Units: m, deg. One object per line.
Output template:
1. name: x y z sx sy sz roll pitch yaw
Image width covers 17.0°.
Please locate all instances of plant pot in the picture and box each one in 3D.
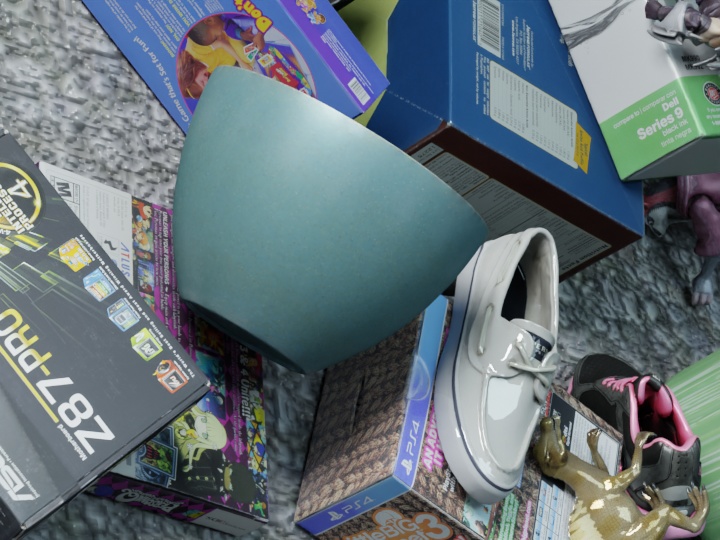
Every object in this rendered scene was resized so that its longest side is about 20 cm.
1. plant pot: -0.039 -0.016 1.494 0.200 0.200 0.135 34 81 -29

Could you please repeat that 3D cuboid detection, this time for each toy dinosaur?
1. toy dinosaur: 0.184 0.176 1.617 0.101 0.058 0.201 -35 88 -36

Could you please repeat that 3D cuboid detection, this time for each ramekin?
1. ramekin: 0.312 0.146 1.851 0.200 0.097 0.201 45 30 -35

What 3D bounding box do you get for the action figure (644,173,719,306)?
1. action figure: 0.313 -0.066 1.973 0.198 0.149 0.135 -7 59 -15

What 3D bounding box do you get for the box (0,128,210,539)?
1. box: -0.205 0.037 1.383 0.161 0.049 0.200 -36 87 -38

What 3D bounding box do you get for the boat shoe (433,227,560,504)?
1. boat shoe: 0.099 0.057 1.572 0.072 0.066 0.201 37 43 -26

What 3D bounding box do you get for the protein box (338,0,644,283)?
1. protein box: 0.092 -0.116 1.771 0.199 0.135 0.200 28 49 -34

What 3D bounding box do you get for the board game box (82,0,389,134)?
1. board game box: -0.093 -0.164 1.600 0.200 0.134 0.045 53 39 -10

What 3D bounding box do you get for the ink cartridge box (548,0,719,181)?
1. ink cartridge box: 0.223 -0.175 1.775 0.145 0.084 0.201 -8 73 -49

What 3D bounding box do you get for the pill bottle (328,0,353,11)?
1. pill bottle: -0.084 -0.259 1.687 0.201 0.112 0.112 58 39 -3

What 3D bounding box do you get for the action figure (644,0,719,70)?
1. action figure: 0.242 -0.213 1.704 0.130 0.069 0.201 -22 87 -55

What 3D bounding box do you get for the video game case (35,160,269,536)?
1. video game case: -0.136 0.050 1.499 0.181 0.036 0.201 21 53 -39

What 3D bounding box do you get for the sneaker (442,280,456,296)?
1. sneaker: 0.000 0.000 1.664 0.199 0.075 0.080 14 68 -33

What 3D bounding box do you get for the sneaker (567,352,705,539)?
1. sneaker: 0.204 0.105 1.742 0.078 0.096 0.200 -7 32 -12

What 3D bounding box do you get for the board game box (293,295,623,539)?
1. board game box: 0.070 0.139 1.621 0.200 0.097 0.160 38 44 -26
